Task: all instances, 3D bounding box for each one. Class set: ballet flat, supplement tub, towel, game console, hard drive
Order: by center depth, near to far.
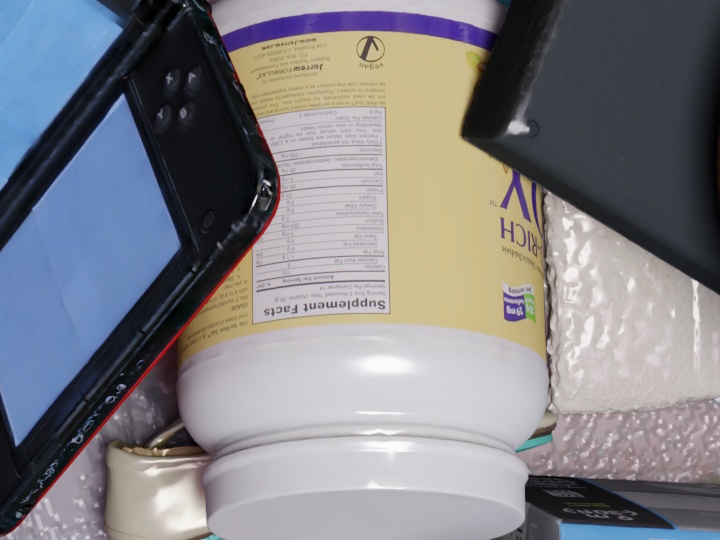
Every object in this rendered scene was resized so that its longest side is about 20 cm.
[{"bbox_3d":[-0.148,-0.030,0.962,0.118,0.173,0.200,18,124,-38],"label":"game console"},{"bbox_3d":[0.000,0.000,0.992,0.144,0.145,0.202,3,73,-14],"label":"supplement tub"},{"bbox_3d":[0.142,-0.071,0.994,0.199,0.033,0.140,29,78,-33],"label":"hard drive"},{"bbox_3d":[0.133,-0.042,1.055,0.132,0.034,0.202,-3,97,-13],"label":"towel"},{"bbox_3d":[-0.015,0.069,1.074,0.199,0.069,0.070,-16,102,-11],"label":"ballet flat"}]

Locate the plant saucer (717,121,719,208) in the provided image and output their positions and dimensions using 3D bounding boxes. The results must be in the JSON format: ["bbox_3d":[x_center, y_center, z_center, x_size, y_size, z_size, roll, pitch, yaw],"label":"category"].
[{"bbox_3d":[0.206,-0.044,0.999,0.199,0.037,0.202,-3,95,-33],"label":"plant saucer"}]

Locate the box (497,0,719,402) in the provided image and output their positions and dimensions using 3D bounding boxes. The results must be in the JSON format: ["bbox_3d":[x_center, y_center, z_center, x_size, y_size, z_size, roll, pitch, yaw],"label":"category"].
[{"bbox_3d":[0.136,-0.051,1.099,0.082,0.049,0.201,-30,104,-9],"label":"box"}]

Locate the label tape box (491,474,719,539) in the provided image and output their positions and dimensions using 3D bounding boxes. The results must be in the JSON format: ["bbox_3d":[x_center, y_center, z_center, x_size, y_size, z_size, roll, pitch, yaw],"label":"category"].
[{"bbox_3d":[0.135,0.129,1.046,0.142,0.200,0.067,5,91,-14],"label":"label tape box"}]
